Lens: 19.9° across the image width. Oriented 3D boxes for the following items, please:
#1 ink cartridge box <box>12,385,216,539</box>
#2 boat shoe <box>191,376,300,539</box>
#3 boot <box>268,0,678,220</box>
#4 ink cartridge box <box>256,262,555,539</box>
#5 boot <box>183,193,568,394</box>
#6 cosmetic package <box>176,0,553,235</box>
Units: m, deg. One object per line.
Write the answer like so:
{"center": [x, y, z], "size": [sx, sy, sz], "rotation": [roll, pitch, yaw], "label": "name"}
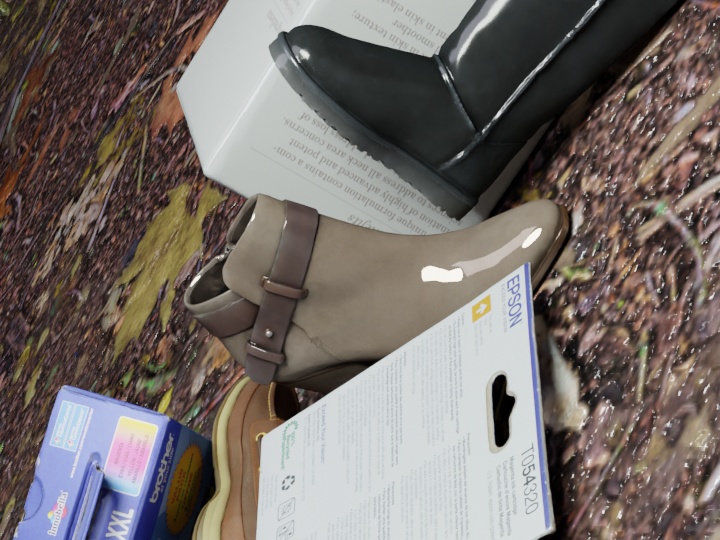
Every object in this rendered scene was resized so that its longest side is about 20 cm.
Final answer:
{"center": [-0.144, 0.151, 1.218], "size": [0.200, 0.076, 0.138], "rotation": [43, -118, -71], "label": "ink cartridge box"}
{"center": [-0.049, 0.129, 1.223], "size": [0.067, 0.072, 0.201], "rotation": [-17, 29, 14], "label": "boat shoe"}
{"center": [0.070, -0.142, 1.106], "size": [0.200, 0.164, 0.066], "rotation": [-44, 40, 16], "label": "boot"}
{"center": [0.027, 0.118, 1.058], "size": [0.199, 0.043, 0.197], "rotation": [-33, 32, 25], "label": "ink cartridge box"}
{"center": [0.000, 0.000, 1.139], "size": [0.200, 0.146, 0.071], "rotation": [-48, 22, 31], "label": "boot"}
{"center": [0.014, -0.127, 1.239], "size": [0.201, 0.167, 0.167], "rotation": [-55, 22, 13], "label": "cosmetic package"}
